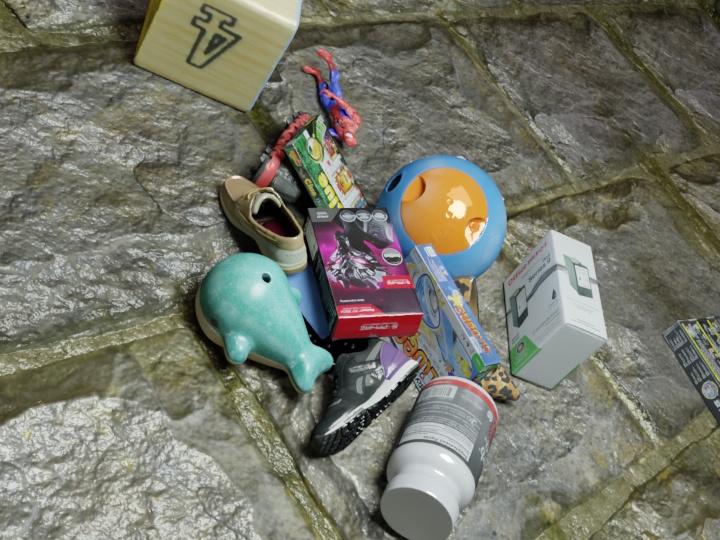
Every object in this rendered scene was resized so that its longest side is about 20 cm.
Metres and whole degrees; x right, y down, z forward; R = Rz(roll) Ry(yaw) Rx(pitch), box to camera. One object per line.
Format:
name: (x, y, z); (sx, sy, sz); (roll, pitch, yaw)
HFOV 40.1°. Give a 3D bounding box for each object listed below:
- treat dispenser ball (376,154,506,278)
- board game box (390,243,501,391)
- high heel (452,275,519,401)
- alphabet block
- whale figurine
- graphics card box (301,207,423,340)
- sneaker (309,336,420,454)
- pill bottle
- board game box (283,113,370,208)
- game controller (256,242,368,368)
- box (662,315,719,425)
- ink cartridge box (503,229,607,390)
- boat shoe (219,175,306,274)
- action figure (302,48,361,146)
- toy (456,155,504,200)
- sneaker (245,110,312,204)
treat dispenser ball: (0.121, -0.073, 1.492); (0.199, 0.201, 0.202); (21, 43, -21)
board game box: (0.101, 0.084, 1.383); (0.034, 0.136, 0.201); (-7, 57, -40)
high heel: (0.179, 0.100, 1.421); (0.199, 0.143, 0.072); (37, 38, -3)
alphabet block: (-0.219, -0.405, 1.542); (0.199, 0.197, 0.196); (22, 41, -20)
whale figurine: (-0.114, 0.062, 1.259); (0.200, 0.104, 0.159); (44, 43, 3)
graphics card box: (0.000, 0.000, 1.362); (0.124, 0.051, 0.201); (-1, 50, -19)
sneaker: (-0.014, 0.159, 1.278); (0.087, 0.076, 0.200); (38, 44, 17)
pill bottle: (0.099, 0.239, 1.254); (0.115, 0.116, 0.200); (36, 40, -4)
board game box: (-0.040, -0.125, 1.482); (0.201, 0.023, 0.105); (60, 37, -21)
game controller: (-0.066, 0.045, 1.363); (0.104, 0.042, 0.200); (-22, 68, -47)
box: (0.661, 0.179, 1.798); (0.159, 0.044, 0.201); (-4, 56, -39)
ink cartridge box: (0.301, 0.061, 1.552); (0.083, 0.146, 0.201); (21, 42, -18)
boat shoe: (-0.133, -0.080, 1.377); (0.074, 0.067, 0.200); (-21, 50, -31)
action figure: (-0.063, -0.289, 1.656); (0.098, 0.065, 0.201); (7, 48, -44)
toy: (0.156, -0.135, 1.697); (0.115, 0.047, 0.199); (48, 37, 15)
sneaker: (-0.100, -0.170, 1.515); (0.098, 0.071, 0.201); (36, 38, -11)
